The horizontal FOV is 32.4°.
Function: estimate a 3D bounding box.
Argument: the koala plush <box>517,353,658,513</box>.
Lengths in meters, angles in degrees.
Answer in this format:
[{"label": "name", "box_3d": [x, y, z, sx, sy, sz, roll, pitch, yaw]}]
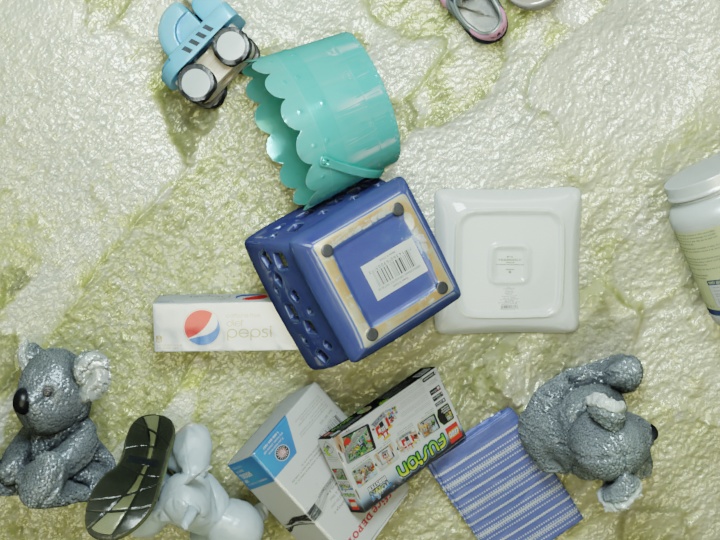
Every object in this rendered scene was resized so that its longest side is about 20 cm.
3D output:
[{"label": "koala plush", "box_3d": [0.312, 0.219, 1.615, 0.183, 0.200, 0.178, -9, 100, -5]}]

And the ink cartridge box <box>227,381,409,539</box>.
[{"label": "ink cartridge box", "box_3d": [-0.054, 0.275, 1.650, 0.200, 0.084, 0.145, 49, 54, -8]}]

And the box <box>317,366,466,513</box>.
[{"label": "box", "box_3d": [0.045, 0.222, 1.642, 0.200, 0.035, 0.110, -30, 101, -35]}]

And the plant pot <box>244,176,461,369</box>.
[{"label": "plant pot", "box_3d": [0.000, 0.000, 1.559, 0.200, 0.180, 0.201, -31, 99, -20]}]

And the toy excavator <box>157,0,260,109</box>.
[{"label": "toy excavator", "box_3d": [-0.208, -0.334, 1.578, 0.200, 0.100, 0.194, 45, 95, 1]}]

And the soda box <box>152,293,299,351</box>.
[{"label": "soda box", "box_3d": [-0.175, 0.069, 1.657, 0.199, 0.064, 0.068, -1, 100, 0]}]

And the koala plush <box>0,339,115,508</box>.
[{"label": "koala plush", "box_3d": [-0.402, 0.194, 1.623, 0.177, 0.184, 0.201, 2, 89, 34]}]

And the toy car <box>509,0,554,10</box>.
[{"label": "toy car", "box_3d": [0.236, -0.437, 1.546, 0.199, 0.175, 0.150, -22, 63, 3]}]

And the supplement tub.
[{"label": "supplement tub", "box_3d": [0.489, -0.043, 1.608, 0.145, 0.145, 0.201, -26, 100, 3]}]

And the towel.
[{"label": "towel", "box_3d": [0.200, 0.304, 1.728, 0.145, 0.024, 0.200, -33, 101, 3]}]

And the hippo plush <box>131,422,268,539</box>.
[{"label": "hippo plush", "box_3d": [-0.198, 0.305, 1.662, 0.161, 0.200, 0.160, 34, 60, -28]}]

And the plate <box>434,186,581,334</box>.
[{"label": "plate", "box_3d": [0.199, -0.010, 1.666, 0.199, 0.032, 0.201, -1, 100, -1]}]

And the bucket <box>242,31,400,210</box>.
[{"label": "bucket", "box_3d": [-0.047, -0.190, 1.545, 0.134, 0.207, 0.208, -23, 100, -11]}]

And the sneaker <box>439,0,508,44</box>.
[{"label": "sneaker", "box_3d": [0.119, -0.373, 1.576, 0.070, 0.082, 0.200, -44, 98, 6]}]

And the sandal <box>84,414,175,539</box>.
[{"label": "sandal", "box_3d": [-0.289, 0.273, 1.606, 0.079, 0.201, 0.057, 17, 132, 6]}]
